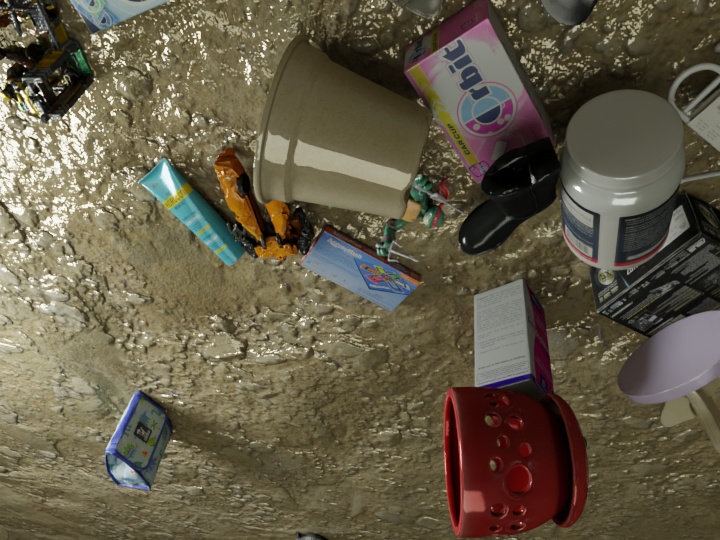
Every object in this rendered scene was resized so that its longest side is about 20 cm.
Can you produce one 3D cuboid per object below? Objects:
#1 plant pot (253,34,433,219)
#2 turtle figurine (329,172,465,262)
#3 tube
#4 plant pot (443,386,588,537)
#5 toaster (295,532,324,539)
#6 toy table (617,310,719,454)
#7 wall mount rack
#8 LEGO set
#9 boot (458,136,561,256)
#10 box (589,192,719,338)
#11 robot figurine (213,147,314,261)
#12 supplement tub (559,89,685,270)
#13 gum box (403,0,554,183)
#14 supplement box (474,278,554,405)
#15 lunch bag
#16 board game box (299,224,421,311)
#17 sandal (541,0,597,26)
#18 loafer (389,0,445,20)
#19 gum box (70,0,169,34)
[{"bbox_3d":[-0.013,-0.155,0.692,0.178,0.204,0.203,17,138,1],"label":"plant pot"},{"bbox_3d":[0.053,-0.095,0.830,0.196,0.101,0.153,25,125,7],"label":"turtle figurine"},{"bbox_3d":[-0.273,-0.094,0.941,0.076,0.051,0.200,-29,119,26],"label":"tube"},{"bbox_3d":[0.215,0.272,0.815,0.176,0.204,0.204,0,137,-1],"label":"plant pot"},{"bbox_3d":[-0.166,1.043,2.036,0.112,0.132,0.199,-29,124,34],"label":"toaster"},{"bbox_3d":[0.500,0.161,0.834,0.116,0.186,0.200,38,145,-8],"label":"toy table"},{"bbox_3d":[0.425,-0.176,0.694,0.196,0.076,0.174,28,131,-16],"label":"wall mount rack"},{"bbox_3d":[-0.448,-0.281,0.723,0.149,0.118,0.203,8,137,3],"label":"LEGO set"},{"bbox_3d":[0.185,-0.086,0.736,0.164,0.199,0.066,-39,79,13],"label":"boot"},{"bbox_3d":[0.481,0.007,0.856,0.160,0.088,0.201,22,136,-13],"label":"box"},{"bbox_3d":[-0.149,-0.099,0.897,0.140,0.059,0.203,-2,135,14],"label":"robot figurine"},{"bbox_3d":[0.321,-0.105,0.704,0.136,0.144,0.201,-7,150,18],"label":"supplement tub"},{"bbox_3d":[0.154,-0.214,0.707,0.111,0.067,0.200,-23,128,30],"label":"gum box"},{"bbox_3d":[0.255,0.133,0.950,0.101,0.204,0.101,-23,130,29],"label":"supplement box"},{"bbox_3d":[-0.581,0.442,1.464,0.123,0.173,0.204,4,135,7],"label":"lunch bag"},{"bbox_3d":[0.000,0.000,0.998,0.196,0.020,0.103,28,136,-17],"label":"board game box"},{"bbox_3d":[0.227,-0.349,0.570,0.074,0.044,0.204,5,136,7],"label":"sandal"},{"bbox_3d":[0.021,-0.344,0.602,0.071,0.064,0.199,-29,124,34],"label":"loafer"},{"bbox_3d":[-0.276,-0.387,0.633,0.194,0.045,0.172,-11,133,21],"label":"gum box"}]
